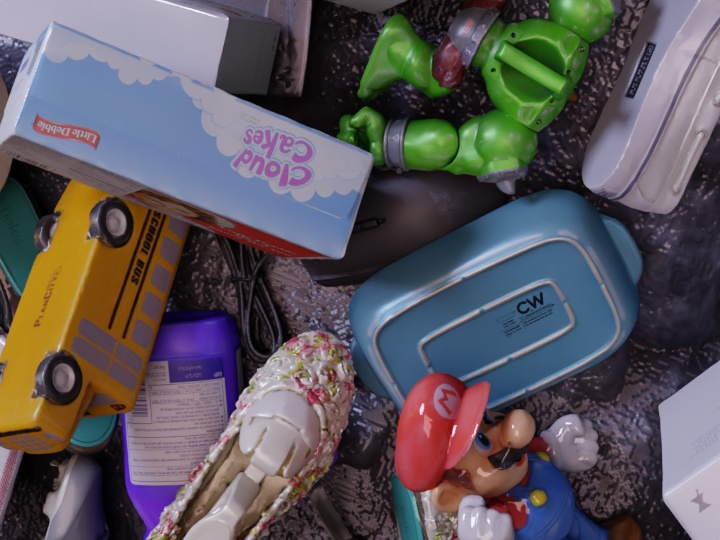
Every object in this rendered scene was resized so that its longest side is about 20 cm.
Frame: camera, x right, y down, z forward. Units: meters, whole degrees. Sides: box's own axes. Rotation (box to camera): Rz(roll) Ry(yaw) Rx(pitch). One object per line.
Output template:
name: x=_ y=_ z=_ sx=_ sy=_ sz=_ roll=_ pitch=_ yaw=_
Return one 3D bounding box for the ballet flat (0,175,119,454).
ballet flat: x=-0.216 y=0.031 z=0.999 sx=0.067 sy=0.068 sz=0.202 roll=-17 pitch=82 yaw=-29

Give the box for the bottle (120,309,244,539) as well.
bottle: x=-0.115 y=0.129 z=0.988 sx=0.082 sy=0.065 sz=0.203 roll=-3 pitch=97 yaw=7

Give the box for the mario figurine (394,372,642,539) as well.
mario figurine: x=0.106 y=0.130 z=0.892 sx=0.200 sy=0.123 sz=0.106 roll=42 pitch=90 yaw=-22

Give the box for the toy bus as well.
toy bus: x=-0.167 y=0.020 z=0.922 sx=0.065 sy=0.078 sz=0.202 roll=-11 pitch=54 yaw=38

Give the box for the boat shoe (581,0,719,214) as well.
boat shoe: x=0.208 y=-0.128 z=0.894 sx=0.069 sy=0.071 sz=0.202 roll=21 pitch=98 yaw=-19

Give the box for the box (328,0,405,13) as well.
box: x=-0.025 y=-0.270 z=0.860 sx=0.151 sy=0.106 sz=0.202 roll=14 pitch=90 yaw=-13

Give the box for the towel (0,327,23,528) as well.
towel: x=-0.291 y=0.077 z=0.996 sx=0.199 sy=0.030 sz=0.148 roll=31 pitch=112 yaw=27

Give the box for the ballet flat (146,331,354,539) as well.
ballet flat: x=-0.066 y=0.130 z=0.914 sx=0.075 sy=0.064 sz=0.201 roll=32 pitch=94 yaw=-3

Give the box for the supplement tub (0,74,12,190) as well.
supplement tub: x=-0.339 y=-0.084 z=0.952 sx=0.198 sy=0.140 sz=0.142 roll=-7 pitch=96 yaw=27

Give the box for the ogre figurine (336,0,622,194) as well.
ogre figurine: x=0.077 y=-0.133 z=0.896 sx=0.119 sy=0.098 sz=0.201 roll=32 pitch=80 yaw=12

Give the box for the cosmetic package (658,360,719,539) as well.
cosmetic package: x=0.281 y=0.089 z=0.830 sx=0.199 sy=0.200 sz=0.123 roll=-38 pitch=88 yaw=14

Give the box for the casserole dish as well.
casserole dish: x=0.085 y=0.032 z=0.929 sx=0.199 sy=0.039 sz=0.122 roll=-27 pitch=111 yaw=13

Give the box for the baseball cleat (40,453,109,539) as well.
baseball cleat: x=-0.177 y=0.224 z=1.020 sx=0.105 sy=0.070 sz=0.202 roll=13 pitch=109 yaw=3

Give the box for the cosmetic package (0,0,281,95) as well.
cosmetic package: x=-0.156 y=-0.156 z=0.911 sx=0.198 sy=0.082 sz=0.051 roll=18 pitch=104 yaw=17

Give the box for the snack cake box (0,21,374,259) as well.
snack cake box: x=-0.105 y=-0.070 z=0.862 sx=0.198 sy=0.115 sz=0.068 roll=21 pitch=82 yaw=-19

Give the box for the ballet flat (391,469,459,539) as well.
ballet flat: x=0.063 y=0.215 z=0.964 sx=0.063 sy=0.076 sz=0.202 roll=-9 pitch=102 yaw=-21

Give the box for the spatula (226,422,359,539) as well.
spatula: x=-0.015 y=0.169 z=0.978 sx=0.056 sy=0.021 sz=0.201 roll=-34 pitch=106 yaw=-12

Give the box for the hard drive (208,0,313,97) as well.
hard drive: x=-0.090 y=-0.214 z=0.951 sx=0.133 sy=0.042 sz=0.203 roll=2 pitch=98 yaw=12

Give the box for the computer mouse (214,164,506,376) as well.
computer mouse: x=0.000 y=0.000 z=0.957 sx=0.198 sy=0.046 sz=0.142 roll=-9 pitch=94 yaw=13
